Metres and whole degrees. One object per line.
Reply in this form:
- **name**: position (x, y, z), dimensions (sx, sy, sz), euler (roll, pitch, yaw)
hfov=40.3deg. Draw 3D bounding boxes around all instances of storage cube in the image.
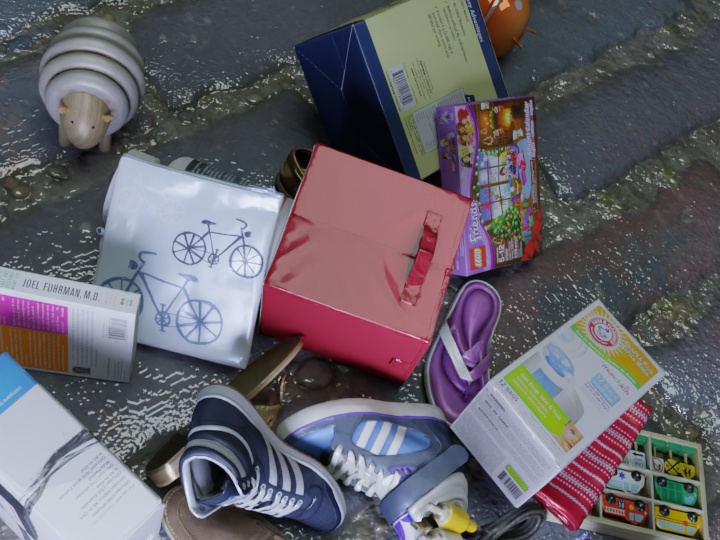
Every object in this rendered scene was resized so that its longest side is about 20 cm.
- **storage cube**: position (0.000, 0.000, 1.062), dimensions (0.177, 0.200, 0.173), euler (20, 69, -1)

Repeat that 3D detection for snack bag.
- **snack bag**: position (-0.190, -0.011, 1.041), dimensions (0.185, 0.203, 0.021), euler (13, 10, 0)

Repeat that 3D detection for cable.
- **cable**: position (0.117, 0.278, 0.986), dimensions (0.198, 0.099, 0.050), euler (14, 11, -37)

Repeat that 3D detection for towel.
- **towel**: position (0.230, 0.176, 1.097), dimensions (0.144, 0.023, 0.200), euler (39, 54, 10)

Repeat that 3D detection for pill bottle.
- **pill bottle**: position (-0.179, -0.058, 1.102), dimensions (0.197, 0.120, 0.121), euler (22, 54, -2)

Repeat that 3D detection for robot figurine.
- **robot figurine**: position (0.163, -0.388, 1.428), dimensions (0.199, 0.144, 0.117), euler (34, 84, 7)

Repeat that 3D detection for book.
- **book**: position (-0.323, 0.051, 0.977), dimensions (0.197, 0.134, 0.049), euler (12, 54, -9)

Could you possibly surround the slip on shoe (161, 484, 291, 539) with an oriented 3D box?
- **slip on shoe**: position (-0.107, 0.269, 0.942), dimensions (0.199, 0.061, 0.076), euler (38, 55, 10)

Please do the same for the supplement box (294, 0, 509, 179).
- **supplement box**: position (0.059, -0.231, 1.225), dimensions (0.198, 0.133, 0.203), euler (-31, 107, -32)

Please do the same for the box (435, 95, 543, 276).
- **box**: position (0.161, -0.106, 1.199), dimensions (0.135, 0.039, 0.204), euler (-14, 104, -35)

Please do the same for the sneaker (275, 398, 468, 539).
- **sneaker**: position (0.019, 0.214, 1.004), dimensions (0.197, 0.081, 0.148), euler (2, 52, -22)

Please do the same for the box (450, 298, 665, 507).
- **box**: position (0.209, 0.136, 1.034), dimensions (0.199, 0.102, 0.113), euler (-29, 70, -36)

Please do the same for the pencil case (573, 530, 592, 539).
- **pencil case**: position (0.219, 0.364, 0.958), dimensions (0.090, 0.094, 0.201), euler (30, 55, 5)

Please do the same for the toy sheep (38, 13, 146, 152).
- **toy sheep**: position (-0.317, -0.229, 1.166), dimensions (0.135, 0.139, 0.203), euler (5, 56, -13)

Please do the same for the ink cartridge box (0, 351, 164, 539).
- **ink cartridge box**: position (-0.280, 0.194, 0.888), dimensions (0.199, 0.146, 0.084), euler (40, 56, 11)

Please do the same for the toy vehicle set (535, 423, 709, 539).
- **toy vehicle set**: position (0.294, 0.236, 1.106), dimensions (0.197, 0.027, 0.126), euler (14, 54, -8)

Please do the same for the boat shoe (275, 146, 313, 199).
- **boat shoe**: position (-0.016, -0.079, 1.193), dimensions (0.198, 0.074, 0.076), euler (32, 54, 6)

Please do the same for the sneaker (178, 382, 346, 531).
- **sneaker**: position (-0.094, 0.209, 0.931), dimensions (0.200, 0.070, 0.109), euler (47, 26, -19)

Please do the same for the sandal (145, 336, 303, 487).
- **sandal**: position (-0.124, 0.162, 1.020), dimensions (0.211, 0.077, 0.070), euler (-42, 107, -27)

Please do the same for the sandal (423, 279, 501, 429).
- **sandal**: position (0.123, 0.088, 1.139), dimensions (0.081, 0.050, 0.205), euler (17, 54, -5)
